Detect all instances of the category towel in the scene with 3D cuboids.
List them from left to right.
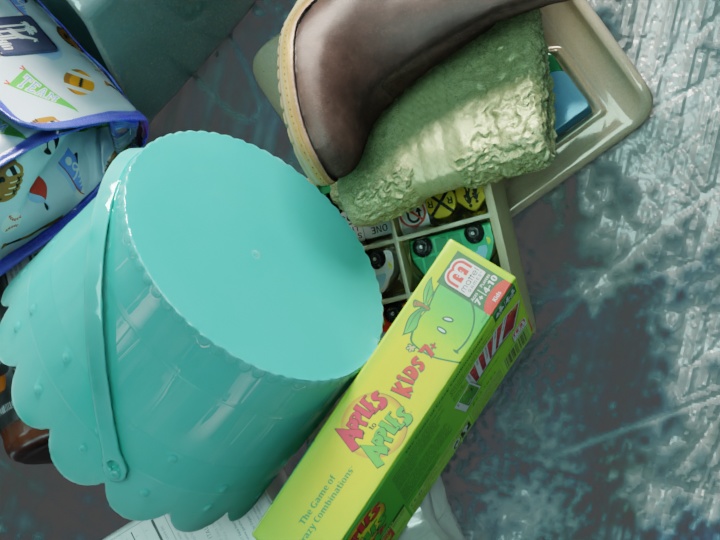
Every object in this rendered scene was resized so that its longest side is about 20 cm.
[{"bbox_3d":[0.045,-0.126,1.601,0.147,0.037,0.201,-17,55,17],"label":"towel"}]

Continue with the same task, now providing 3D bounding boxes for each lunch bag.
[{"bbox_3d":[-0.250,-0.087,1.592,0.199,0.124,0.170,-33,62,-20],"label":"lunch bag"}]

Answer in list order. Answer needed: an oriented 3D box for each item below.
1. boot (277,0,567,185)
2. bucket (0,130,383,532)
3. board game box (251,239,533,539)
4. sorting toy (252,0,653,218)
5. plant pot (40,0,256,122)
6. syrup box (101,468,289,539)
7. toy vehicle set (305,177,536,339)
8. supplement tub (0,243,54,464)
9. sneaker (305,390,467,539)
[{"bbox_3d":[0.042,-0.147,1.544,0.165,0.072,0.201,-10,53,24],"label":"boot"},{"bbox_3d":[-0.095,0.029,1.534,0.208,0.207,0.135,54,126,15],"label":"bucket"},{"bbox_3d":[0.021,0.090,1.521,0.047,0.102,0.201,31,79,18],"label":"board game box"},{"bbox_3d":[0.053,-0.116,1.658,0.199,0.036,0.186,-36,75,7],"label":"sorting toy"},{"bbox_3d":[-0.138,-0.249,1.654,0.200,0.196,0.196,-42,74,-6],"label":"plant pot"},{"bbox_3d":[-0.124,0.196,1.635,0.199,0.079,0.082,-32,76,8],"label":"syrup box"},{"bbox_3d":[0.000,0.000,1.632,0.199,0.026,0.125,-15,88,22],"label":"toy vehicle set"},{"bbox_3d":[-0.193,0.012,1.668,0.106,0.107,0.201,-19,77,11],"label":"supplement tub"},{"bbox_3d":[0.028,0.155,1.600,0.075,0.089,0.201,-26,69,1],"label":"sneaker"}]
